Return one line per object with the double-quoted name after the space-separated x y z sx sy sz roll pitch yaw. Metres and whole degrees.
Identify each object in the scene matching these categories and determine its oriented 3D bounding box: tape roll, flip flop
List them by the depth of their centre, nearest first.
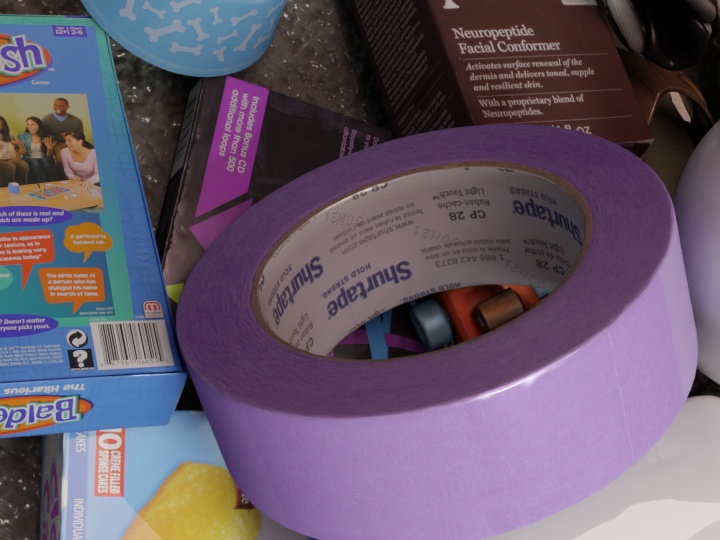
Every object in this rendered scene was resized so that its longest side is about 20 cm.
0.030 0.019 0.639 0.200 0.200 0.066 -34 125 -26 "tape roll"
0.158 -0.069 0.842 0.081 0.058 0.200 -21 83 -26 "flip flop"

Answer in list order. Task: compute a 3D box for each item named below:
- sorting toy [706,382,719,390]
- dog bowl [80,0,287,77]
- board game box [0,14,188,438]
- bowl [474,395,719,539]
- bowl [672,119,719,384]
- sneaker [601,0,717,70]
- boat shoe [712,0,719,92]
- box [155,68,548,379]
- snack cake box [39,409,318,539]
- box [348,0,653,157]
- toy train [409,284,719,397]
0.240 0.145 0.806 0.200 0.070 0.199 -36 90 -27 "sorting toy"
-0.103 -0.188 0.755 0.111 0.050 0.200 -26 79 -43 "dog bowl"
-0.168 -0.024 0.669 0.152 0.045 0.200 -2 55 -22 "board game box"
0.089 0.159 0.653 0.200 0.200 0.075 -25 49 -10 "bowl"
0.215 -0.035 0.657 0.201 0.201 0.090 -38 129 -26 "bowl"
0.155 -0.152 0.819 0.200 0.075 0.116 6 65 -58 "sneaker"
0.215 -0.097 0.848 0.073 0.063 0.200 47 32 -42 "boat shoe"
0.000 0.000 0.771 0.200 0.036 0.143 17 69 -18 "box"
-0.077 0.162 0.675 0.115 0.067 0.200 4 73 -19 "snack cake box"
0.058 -0.128 0.790 0.100 0.075 0.200 -7 65 -28 "box"
0.134 0.023 0.744 0.200 0.056 0.150 -22 93 -8 "toy train"
